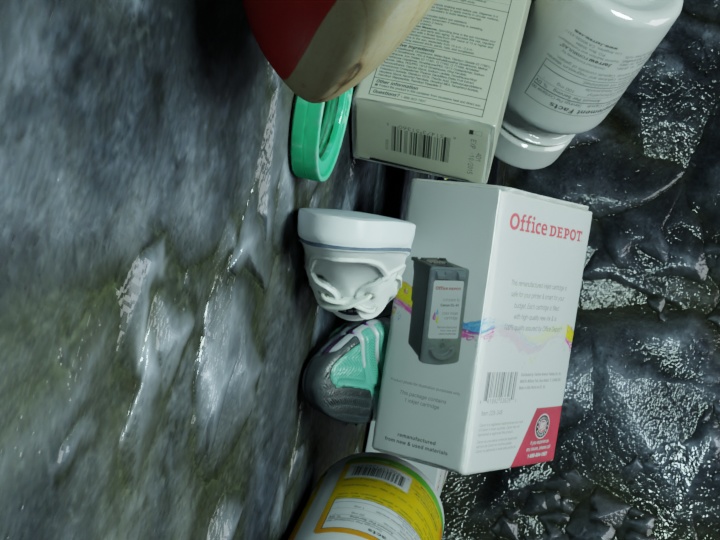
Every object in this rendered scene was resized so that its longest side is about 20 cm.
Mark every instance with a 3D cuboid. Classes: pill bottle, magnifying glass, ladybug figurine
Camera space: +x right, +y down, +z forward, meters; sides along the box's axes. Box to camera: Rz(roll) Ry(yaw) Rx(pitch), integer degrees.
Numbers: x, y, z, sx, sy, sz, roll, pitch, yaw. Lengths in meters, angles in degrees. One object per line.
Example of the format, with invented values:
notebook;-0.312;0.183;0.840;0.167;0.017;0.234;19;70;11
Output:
pill bottle;-0.006;0.226;0.906;0.200;0.111;0.111;-56;156;-68
pill bottle;0.172;-0.180;1.029;0.200;0.114;0.114;120;-9;-51
magnifying glass;-0.009;-0.151;0.713;0.080;0.022;0.200;3;97;-81
ladybug figurine;0.003;-0.141;0.487;0.136;0.072;0.200;-63;-168;-20

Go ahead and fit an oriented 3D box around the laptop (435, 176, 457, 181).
laptop;0.036;-0.111;1.076;0.187;0.116;0.200;-61;131;-65

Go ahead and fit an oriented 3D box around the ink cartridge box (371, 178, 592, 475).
ink cartridge box;0.093;0.041;0.909;0.148;0.086;0.200;8;90;-54

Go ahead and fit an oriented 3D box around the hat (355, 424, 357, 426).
hat;0.103;0.069;1.123;0.166;0.176;0.200;88;18;-76

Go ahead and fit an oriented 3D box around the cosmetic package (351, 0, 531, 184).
cosmetic package;0.066;-0.169;0.897;0.071;0.105;0.200;91;14;-58

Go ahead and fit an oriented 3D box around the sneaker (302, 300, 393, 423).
sneaker;0.005;0.060;0.940;0.200;0.087;0.075;-21;114;-51

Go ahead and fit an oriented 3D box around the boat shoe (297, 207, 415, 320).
boat shoe;0.000;0.000;0.787;0.200;0.073;0.065;24;73;-80

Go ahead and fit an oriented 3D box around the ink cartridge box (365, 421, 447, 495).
ink cartridge box;0.062;0.175;1.355;0.200;0.085;0.145;-45;145;-72
